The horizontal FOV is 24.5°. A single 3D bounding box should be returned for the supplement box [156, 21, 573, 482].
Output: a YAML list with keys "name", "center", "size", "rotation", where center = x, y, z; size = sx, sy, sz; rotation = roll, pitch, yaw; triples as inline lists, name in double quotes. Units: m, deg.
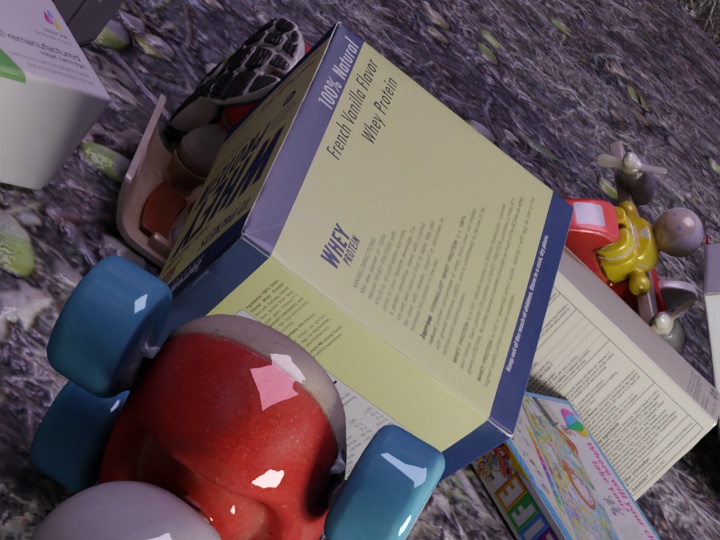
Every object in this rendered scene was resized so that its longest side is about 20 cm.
- name: "supplement box"
  center: [0.000, 0.000, 1.023]
  size: [0.199, 0.134, 0.201]
  rotation: [36, 45, -16]

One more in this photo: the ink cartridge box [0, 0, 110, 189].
- name: "ink cartridge box"
  center: [-0.263, -0.156, 1.009]
  size: [0.144, 0.084, 0.201]
  rotation: [12, 37, -51]

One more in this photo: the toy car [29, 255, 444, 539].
- name: "toy car"
  center: [-0.095, 0.134, 0.745]
  size: [0.183, 0.178, 0.200]
  rotation: [31, 51, 6]

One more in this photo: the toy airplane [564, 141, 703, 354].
- name: "toy airplane"
  center: [0.258, -0.008, 1.522]
  size: [0.201, 0.140, 0.199]
  rotation: [58, 32, -6]

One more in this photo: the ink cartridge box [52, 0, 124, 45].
- name: "ink cartridge box"
  center: [-0.237, -0.278, 1.184]
  size: [0.200, 0.147, 0.086]
  rotation: [44, 21, 2]

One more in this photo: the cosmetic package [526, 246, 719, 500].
- name: "cosmetic package"
  center: [0.176, 0.073, 1.302]
  size: [0.200, 0.105, 0.071]
  rotation: [45, 21, 1]

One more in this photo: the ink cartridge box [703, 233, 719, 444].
- name: "ink cartridge box"
  center: [0.354, 0.079, 1.469]
  size: [0.176, 0.083, 0.202]
  rotation: [-61, 143, -67]

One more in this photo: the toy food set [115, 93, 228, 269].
- name: "toy food set"
  center: [-0.072, -0.029, 1.129]
  size: [0.199, 0.060, 0.144]
  rotation: [36, 23, -15]

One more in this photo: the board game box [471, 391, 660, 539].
- name: "board game box"
  center: [0.151, 0.171, 1.177]
  size: [0.134, 0.034, 0.201]
  rotation: [15, 35, -48]

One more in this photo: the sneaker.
- name: "sneaker"
  center: [-0.065, -0.116, 1.173]
  size: [0.085, 0.077, 0.200]
  rotation: [42, -17, -13]
